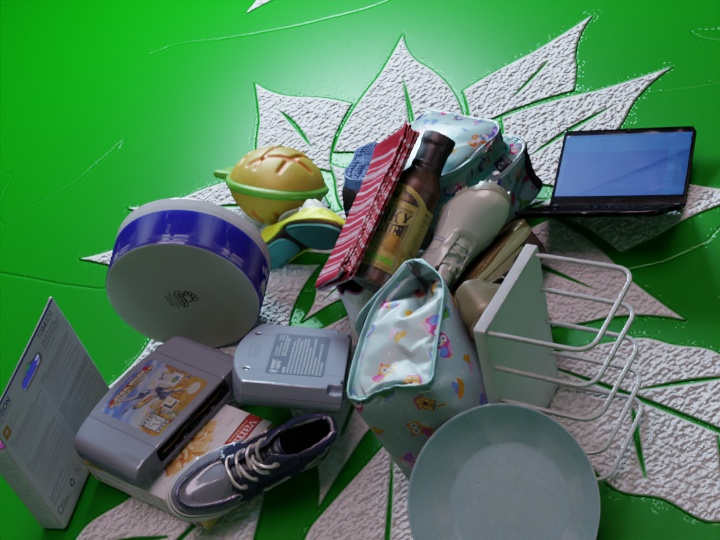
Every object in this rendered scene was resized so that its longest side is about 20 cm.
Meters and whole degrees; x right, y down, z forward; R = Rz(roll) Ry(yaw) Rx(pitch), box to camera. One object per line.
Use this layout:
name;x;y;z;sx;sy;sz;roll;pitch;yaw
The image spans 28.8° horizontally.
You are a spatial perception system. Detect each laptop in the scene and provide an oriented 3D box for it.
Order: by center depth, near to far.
laptop;0.303;-0.122;1.714;0.177;0.104;0.200;0;6;27

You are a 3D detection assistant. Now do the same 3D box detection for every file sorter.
file sorter;0.212;0.101;1.441;0.124;0.200;0.139;11;44;29

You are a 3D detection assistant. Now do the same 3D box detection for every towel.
towel;0.005;-0.074;1.659;0.201;0.022;0.145;-65;11;-13

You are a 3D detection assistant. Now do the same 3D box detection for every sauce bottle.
sauce bottle;0.053;-0.069;1.645;0.065;0.065;0.201;16;79;38

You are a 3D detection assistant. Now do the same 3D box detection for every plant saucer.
plant saucer;0.146;0.235;1.409;0.200;0.039;0.202;-4;79;21

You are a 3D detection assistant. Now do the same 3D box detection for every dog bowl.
dog bowl;-0.216;0.007;1.761;0.199;0.200;0.079;-9;45;18

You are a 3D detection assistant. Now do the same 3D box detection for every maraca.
maraca;-0.124;-0.121;1.931;0.137;0.107;0.200;1;13;-28

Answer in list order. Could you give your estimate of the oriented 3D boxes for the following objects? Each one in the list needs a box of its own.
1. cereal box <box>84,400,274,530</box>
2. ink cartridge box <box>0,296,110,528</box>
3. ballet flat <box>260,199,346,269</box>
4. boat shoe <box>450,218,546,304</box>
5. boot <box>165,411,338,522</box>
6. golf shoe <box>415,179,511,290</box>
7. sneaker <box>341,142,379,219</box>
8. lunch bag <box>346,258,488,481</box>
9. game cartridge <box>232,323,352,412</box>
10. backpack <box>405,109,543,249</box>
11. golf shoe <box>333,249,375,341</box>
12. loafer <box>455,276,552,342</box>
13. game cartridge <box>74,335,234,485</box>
cereal box;-0.211;0.213;1.657;0.200;0.040;0.144;14;53;37
ink cartridge box;-0.373;0.169;1.661;0.043;0.200;0.197;-5;43;22
ballet flat;-0.075;-0.056;1.811;0.200;0.067;0.067;-21;43;53
boat shoe;0.146;0.029;1.660;0.201;0.066;0.072;-49;6;-11
boot;-0.120;0.210;1.541;0.200;0.090;0.073;-25;76;-19
golf shoe;0.109;-0.015;1.645;0.200;0.078;0.097;-49;23;26
sneaker;0.017;-0.116;1.880;0.070;0.078;0.200;9;23;16
lunch bag;0.075;0.108;1.528;0.122;0.171;0.200;-16;40;24
game cartridge;-0.080;0.111;1.621;0.133;0.041;0.200;8;17;1
backpack;0.108;-0.099;1.764;0.177;0.151;0.200;19;62;46
golf shoe;0.000;0.000;1.748;0.075;0.092;0.200;-23;38;3
loafer;0.158;0.045;1.547;0.076;0.200;0.068;-31;73;11
game cartridge;-0.242;0.161;1.671;0.133;0.042;0.200;20;53;34
